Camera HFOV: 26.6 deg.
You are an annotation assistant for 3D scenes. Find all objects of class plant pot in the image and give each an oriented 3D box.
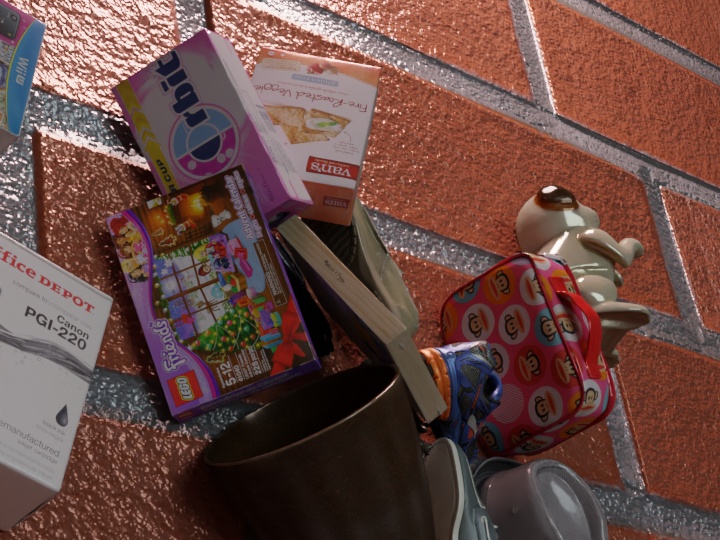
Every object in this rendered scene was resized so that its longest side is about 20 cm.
[{"bbox_3d":[-0.011,0.211,1.331,0.187,0.187,0.200,-36,105,-53],"label":"plant pot"}]

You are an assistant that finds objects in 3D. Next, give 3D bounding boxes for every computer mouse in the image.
[{"bbox_3d":[-0.101,0.038,1.452,0.200,0.053,0.139,-24,82,-53],"label":"computer mouse"}]

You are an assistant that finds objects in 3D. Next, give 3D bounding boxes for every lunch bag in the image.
[{"bbox_3d":[0.184,0.084,1.622,0.082,0.176,0.200,6,58,-44],"label":"lunch bag"}]

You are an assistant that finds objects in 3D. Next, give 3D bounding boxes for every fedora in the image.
[{"bbox_3d":[0.193,0.274,1.555,0.177,0.090,0.200,12,54,-42],"label":"fedora"}]

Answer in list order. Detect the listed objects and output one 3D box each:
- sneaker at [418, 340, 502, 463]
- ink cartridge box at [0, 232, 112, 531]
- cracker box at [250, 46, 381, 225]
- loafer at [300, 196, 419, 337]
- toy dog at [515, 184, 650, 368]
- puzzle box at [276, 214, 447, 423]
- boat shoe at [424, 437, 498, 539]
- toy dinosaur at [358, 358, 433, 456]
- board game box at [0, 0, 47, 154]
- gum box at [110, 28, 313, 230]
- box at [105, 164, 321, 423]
[{"bbox_3d":[0.106,0.135,1.514,0.200,0.078,0.075,79,-10,-59],"label":"sneaker"},{"bbox_3d":[-0.291,0.077,1.191,0.146,0.085,0.200,33,40,-26],"label":"ink cartridge box"},{"bbox_3d":[-0.059,-0.142,1.581,0.134,0.058,0.200,10,46,1],"label":"cracker box"},{"bbox_3d":[0.000,0.000,1.577,0.068,0.076,0.200,10,53,-55],"label":"loafer"},{"bbox_3d":[0.238,0.001,1.804,0.194,0.140,0.200,1,56,-4],"label":"toy dog"},{"bbox_3d":[0.001,0.045,1.431,0.200,0.025,0.133,46,-11,41],"label":"puzzle box"},{"bbox_3d":[0.098,0.259,1.453,0.062,0.073,0.200,12,59,-34],"label":"boat shoe"},{"bbox_3d":[0.020,0.132,1.493,0.102,0.077,0.200,52,39,-25],"label":"toy dinosaur"},{"bbox_3d":[-0.384,-0.200,1.322,0.200,0.064,0.148,30,44,-30],"label":"board game box"},{"bbox_3d":[-0.140,-0.115,1.464,0.200,0.113,0.066,63,15,11],"label":"gum box"},{"bbox_3d":[-0.133,0.020,1.368,0.039,0.137,0.200,66,2,-72],"label":"box"}]
